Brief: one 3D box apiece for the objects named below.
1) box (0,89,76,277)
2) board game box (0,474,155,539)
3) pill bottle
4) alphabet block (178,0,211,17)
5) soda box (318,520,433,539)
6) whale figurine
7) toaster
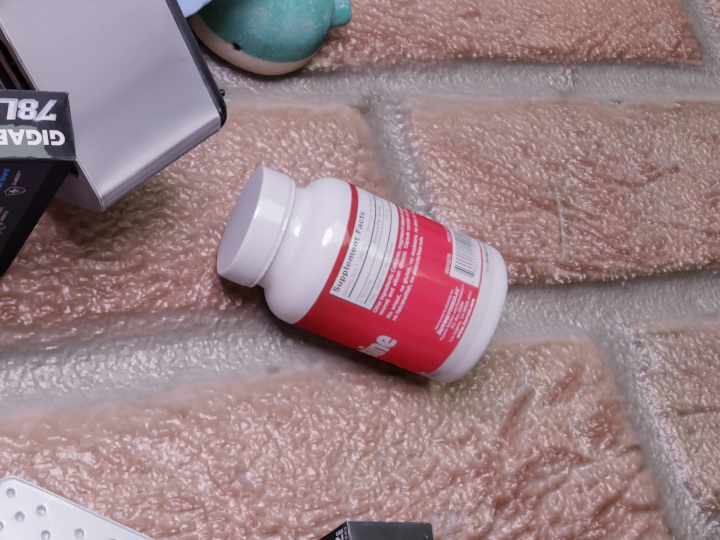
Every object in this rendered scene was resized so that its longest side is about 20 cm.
[{"bbox_3d":[-0.285,-0.044,0.662,0.197,0.200,0.050,-4,73,-32],"label":"box"},{"bbox_3d":[-0.163,0.250,0.676,0.199,0.026,0.201,28,52,-14],"label":"board game box"},{"bbox_3d":[0.000,0.000,0.859,0.198,0.112,0.113,22,54,-17],"label":"pill bottle"},{"bbox_3d":[-0.158,-0.321,0.843,0.199,0.197,0.196,18,45,37],"label":"alphabet block"},{"bbox_3d":[0.017,0.268,0.745,0.070,0.063,0.202,8,60,-27],"label":"soda box"},{"bbox_3d":[-0.069,-0.263,0.976,0.158,0.104,0.201,29,54,-12],"label":"whale figurine"},{"bbox_3d":[-0.194,-0.145,0.756,0.118,0.180,0.201,-40,127,-23],"label":"toaster"}]
